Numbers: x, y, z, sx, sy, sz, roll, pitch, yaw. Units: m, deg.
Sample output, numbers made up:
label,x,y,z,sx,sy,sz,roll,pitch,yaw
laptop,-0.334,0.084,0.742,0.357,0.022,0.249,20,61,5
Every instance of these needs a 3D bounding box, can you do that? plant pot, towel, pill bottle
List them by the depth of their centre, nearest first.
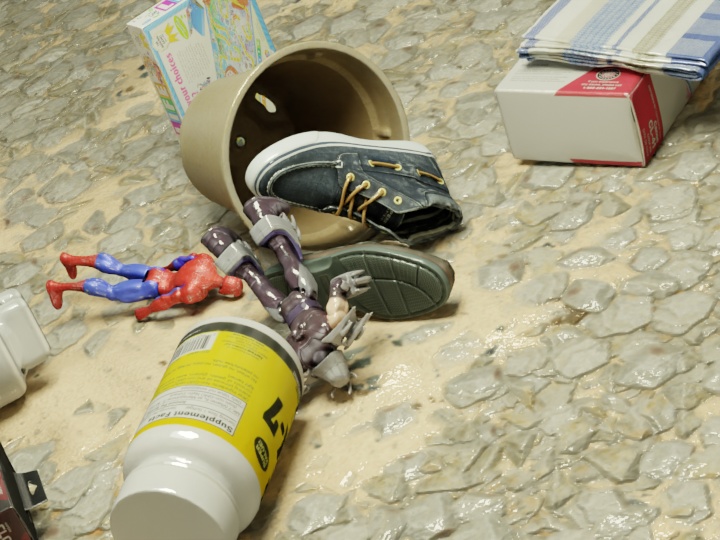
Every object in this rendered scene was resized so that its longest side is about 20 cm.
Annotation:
label,x,y,z,sx,sy,sz,roll,pitch,yaw
pill bottle,-0.121,0.139,1.397,0.113,0.115,0.201,-8,34,22
towel,0.259,-0.227,1.644,0.199,0.024,0.147,11,42,34
plant pot,-0.082,-0.120,1.726,0.200,0.202,0.183,-36,22,-22

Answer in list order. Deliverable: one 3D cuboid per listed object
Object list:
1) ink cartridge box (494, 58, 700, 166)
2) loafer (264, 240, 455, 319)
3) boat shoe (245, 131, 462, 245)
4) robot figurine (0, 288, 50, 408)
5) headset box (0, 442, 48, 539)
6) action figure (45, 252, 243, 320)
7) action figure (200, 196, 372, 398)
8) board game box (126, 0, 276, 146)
label,x,y,z,sx,sy,sz,roll,pitch,yaw
ink cartridge box,0.239,-0.191,1.700,0.147,0.086,0.200,5,39,35
loafer,0.000,0.000,1.581,0.198,0.072,0.063,-3,29,32
boat shoe,-0.001,-0.072,1.609,0.199,0.071,0.091,-4,45,-30
robot figurine,-0.388,0.094,1.641,0.199,0.114,0.170,-29,16,-10
headset box,-0.354,0.219,1.462,0.199,0.078,0.149,-27,32,-9
action figure,-0.203,0.013,1.711,0.198,0.052,0.066,0,42,24
action figure,-0.054,0.027,1.521,0.130,0.069,0.201,-40,60,12
board game box,-0.148,-0.203,1.859,0.134,0.201,0.034,-37,34,-24
